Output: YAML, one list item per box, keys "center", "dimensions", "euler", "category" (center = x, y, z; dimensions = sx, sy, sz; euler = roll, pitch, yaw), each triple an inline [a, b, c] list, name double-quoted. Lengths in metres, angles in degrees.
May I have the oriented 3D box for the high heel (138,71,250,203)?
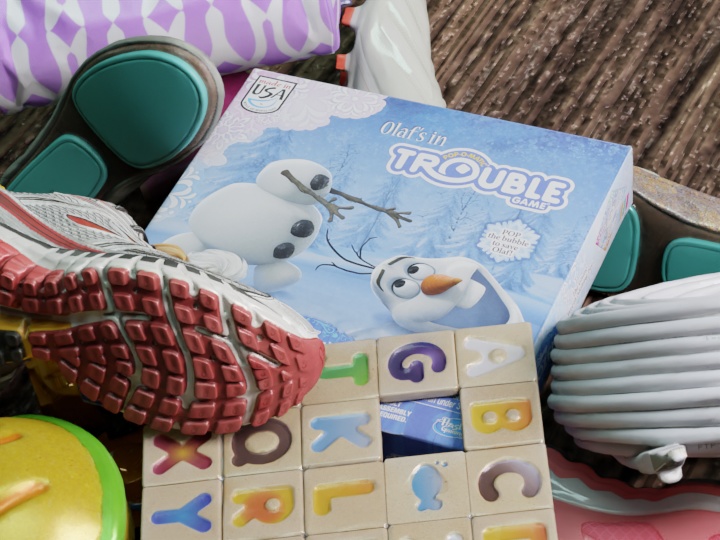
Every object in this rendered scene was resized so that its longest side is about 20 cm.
- center: [-0.107, -0.126, 1.166]
  dimensions: [0.096, 0.067, 0.200]
  euler: [-23, 61, -5]
  category: "high heel"

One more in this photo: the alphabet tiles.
- center: [-0.006, 0.104, 0.830]
  dimensions: [0.167, 0.008, 0.200]
  euler: [-6, 46, 3]
  category: "alphabet tiles"

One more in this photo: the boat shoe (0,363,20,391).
- center: [-0.208, 0.028, 0.946]
  dimensions: [0.072, 0.076, 0.200]
  euler: [48, 20, 7]
  category: "boat shoe"

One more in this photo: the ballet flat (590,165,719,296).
- center: [0.152, -0.017, 1.044]
  dimensions: [0.200, 0.068, 0.067]
  euler: [23, 33, 19]
  category: "ballet flat"

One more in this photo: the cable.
- center: [0.177, 0.034, 0.890]
  dimensions: [0.200, 0.069, 0.200]
  euler: [-10, 3, -21]
  category: "cable"

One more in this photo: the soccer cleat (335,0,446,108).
- center: [0.021, -0.082, 1.115]
  dimensions: [0.078, 0.069, 0.200]
  euler: [8, 54, 7]
  category: "soccer cleat"

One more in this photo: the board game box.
- center: [0.000, 0.000, 0.962]
  dimensions: [0.200, 0.043, 0.199]
  euler: [13, 48, 20]
  category: "board game box"

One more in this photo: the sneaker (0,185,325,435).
- center: [-0.104, 0.005, 0.886]
  dimensions: [0.200, 0.078, 0.082]
  euler: [19, 37, 18]
  category: "sneaker"

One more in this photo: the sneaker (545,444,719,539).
- center: [0.112, 0.135, 0.897]
  dimensions: [0.200, 0.074, 0.087]
  euler: [11, 58, 25]
  category: "sneaker"

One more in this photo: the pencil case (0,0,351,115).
- center: [-0.105, -0.138, 1.084]
  dimensions: [0.200, 0.084, 0.086]
  euler: [-12, 90, -1]
  category: "pencil case"

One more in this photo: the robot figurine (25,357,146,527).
- center: [-0.049, 0.054, 0.988]
  dimensions: [0.200, 0.058, 0.145]
  euler: [-17, 47, -10]
  category: "robot figurine"

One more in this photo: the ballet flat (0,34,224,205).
- center: [-0.119, -0.075, 1.049]
  dimensions: [0.067, 0.200, 0.064]
  euler: [48, 48, -7]
  category: "ballet flat"

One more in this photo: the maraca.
- center: [-0.176, 0.126, 0.895]
  dimensions: [0.200, 0.107, 0.137]
  euler: [-5, 56, 39]
  category: "maraca"
